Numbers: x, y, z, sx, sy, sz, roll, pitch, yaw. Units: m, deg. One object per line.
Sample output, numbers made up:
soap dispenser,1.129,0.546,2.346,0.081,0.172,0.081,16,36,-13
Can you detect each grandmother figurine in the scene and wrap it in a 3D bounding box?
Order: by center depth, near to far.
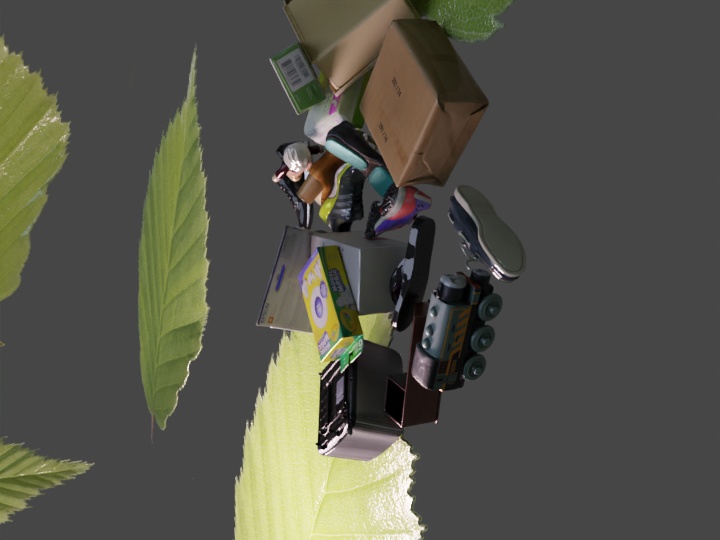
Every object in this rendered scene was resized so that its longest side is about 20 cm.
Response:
grandmother figurine,-0.128,-0.219,1.513,0.061,0.121,0.200,46,176,-3

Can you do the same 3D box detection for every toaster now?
toaster,-0.005,0.253,1.422,0.182,0.116,0.205,127,150,-50

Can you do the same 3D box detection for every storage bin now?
storage bin,-0.020,-0.459,1.343,0.198,0.093,0.202,-35,55,14

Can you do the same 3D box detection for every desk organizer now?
desk organizer,0.096,0.161,1.304,0.071,0.075,0.206,28,117,56

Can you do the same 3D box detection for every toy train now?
toy train,0.146,0.095,1.169,0.085,0.111,0.205,42,128,50

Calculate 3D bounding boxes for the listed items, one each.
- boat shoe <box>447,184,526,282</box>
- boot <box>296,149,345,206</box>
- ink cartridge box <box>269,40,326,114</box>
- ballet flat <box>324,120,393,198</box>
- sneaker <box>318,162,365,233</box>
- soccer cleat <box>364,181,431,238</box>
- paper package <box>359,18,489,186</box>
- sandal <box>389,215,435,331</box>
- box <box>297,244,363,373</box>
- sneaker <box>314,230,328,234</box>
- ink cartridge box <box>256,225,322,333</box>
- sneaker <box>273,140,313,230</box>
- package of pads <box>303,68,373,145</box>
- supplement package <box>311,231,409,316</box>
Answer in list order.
boat shoe,0.182,-0.047,1.133,0.202,0.073,0.063,61,140,40
boot,-0.059,-0.206,1.562,0.145,0.071,0.201,-49,0,10
ink cartridge box,-0.111,-0.351,1.364,0.106,0.058,0.201,62,-175,-17
ballet flat,0.026,-0.195,1.354,0.074,0.198,0.073,-50,10,12
sneaker,-0.016,-0.145,1.505,0.082,0.073,0.202,55,143,23
soccer cleat,0.060,-0.097,1.338,0.200,0.071,0.070,138,144,-67
paper package,0.096,-0.271,1.242,0.203,0.101,0.193,65,145,33
sandal,0.085,0.004,1.313,0.047,0.074,0.206,19,103,35
box,-0.053,0.073,1.360,0.118,0.047,0.204,-50,53,53
sneaker,-0.122,-0.029,1.626,0.083,0.069,0.202,62,141,32
ink cartridge box,-0.119,0.020,1.506,0.040,0.198,0.205,21,94,40
sneaker,-0.150,-0.185,1.692,0.076,0.085,0.207,95,172,-82
package of pads,-0.031,-0.350,1.436,0.153,0.067,0.205,-12,59,59
supplement package,0.000,0.000,1.420,0.199,0.118,0.124,19,110,58
